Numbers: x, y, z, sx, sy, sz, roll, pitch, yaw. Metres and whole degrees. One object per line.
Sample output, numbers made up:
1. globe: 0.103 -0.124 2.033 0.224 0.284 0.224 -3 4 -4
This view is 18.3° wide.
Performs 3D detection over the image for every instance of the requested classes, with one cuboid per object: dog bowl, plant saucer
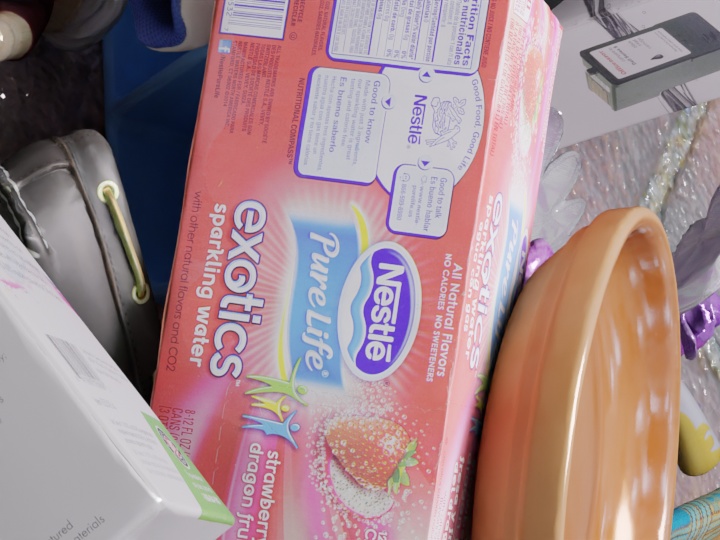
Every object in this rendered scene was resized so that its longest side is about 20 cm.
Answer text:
1. dog bowl: -0.056 -0.072 0.871 0.049 0.111 0.201 10 66 -36
2. plant saucer: 0.077 0.077 0.784 0.200 0.037 0.201 5 90 -73

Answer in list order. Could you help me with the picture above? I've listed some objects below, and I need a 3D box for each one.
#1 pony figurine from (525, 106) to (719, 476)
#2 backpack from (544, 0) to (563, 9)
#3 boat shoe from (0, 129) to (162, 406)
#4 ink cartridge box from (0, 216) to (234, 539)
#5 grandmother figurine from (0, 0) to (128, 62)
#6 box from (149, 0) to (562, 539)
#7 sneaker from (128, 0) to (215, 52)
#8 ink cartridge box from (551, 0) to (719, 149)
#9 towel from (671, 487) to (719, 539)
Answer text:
1. pony figurine: 0.106 0.033 1.018 0.193 0.166 0.200 -54 135 -36
2. backpack: 0.052 -0.224 1.000 0.176 0.153 0.200 -33 69 -22
3. boat shoe: -0.082 0.043 0.767 0.060 0.072 0.202 -28 128 -12
4. ink cartridge box: -0.129 0.011 0.632 0.200 0.067 0.117 51 -1 11
5. grandmother figurine: -0.145 -0.122 0.787 0.200 0.060 0.122 21 55 -64
6. box: 0.000 0.000 0.744 0.095 0.102 0.201 23 74 -73
7. sneaker: -0.097 -0.166 0.774 0.200 0.075 0.088 48 47 -4
8. ink cartridge box: 0.162 -0.162 1.117 0.084 0.200 0.146 44 44 -36
9. towel: 0.135 0.166 1.014 0.200 0.022 0.147 -13 127 -55
